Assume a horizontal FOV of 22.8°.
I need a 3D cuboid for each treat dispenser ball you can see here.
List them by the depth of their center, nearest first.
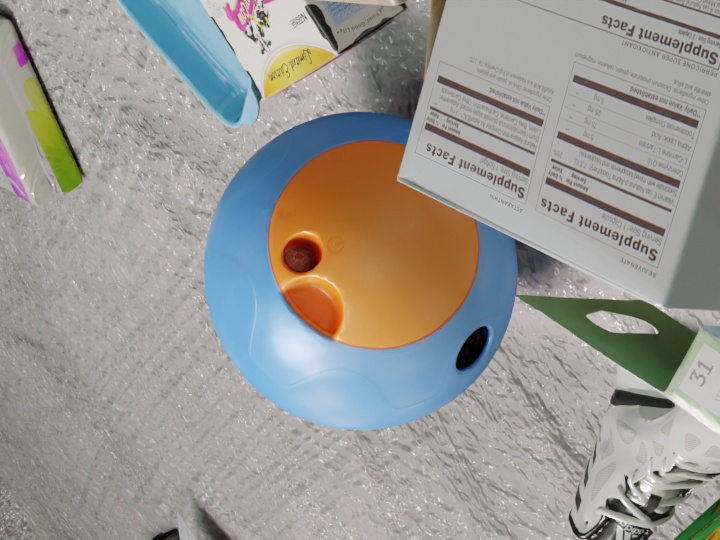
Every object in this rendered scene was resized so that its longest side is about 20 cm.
[{"bbox_3d":[0.000,0.000,1.136,0.201,0.201,0.201,42,155,25],"label":"treat dispenser ball"}]

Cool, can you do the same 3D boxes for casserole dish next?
[{"bbox_3d":[-0.127,-0.195,1.320,0.200,0.039,0.121,48,156,11],"label":"casserole dish"}]

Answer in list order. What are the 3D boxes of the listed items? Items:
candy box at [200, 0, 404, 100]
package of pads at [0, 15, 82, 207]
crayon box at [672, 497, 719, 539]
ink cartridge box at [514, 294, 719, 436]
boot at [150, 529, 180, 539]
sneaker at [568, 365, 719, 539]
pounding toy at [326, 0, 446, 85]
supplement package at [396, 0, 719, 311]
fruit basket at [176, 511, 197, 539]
[{"bbox_3d":[-0.072,-0.220,1.149,0.200,0.061,0.136,56,157,-7],"label":"candy box"},{"bbox_3d":[-0.372,-0.172,1.785,0.154,0.068,0.201,27,145,47],"label":"package of pads"},{"bbox_3d":[0.216,0.201,1.003,0.119,0.200,0.058,53,158,1],"label":"crayon box"},{"bbox_3d":[0.196,0.048,0.910,0.200,0.145,0.048,39,111,33],"label":"ink cartridge box"},{"bbox_3d":[-0.235,0.437,2.375,0.174,0.069,0.200,55,155,-1],"label":"boot"},{"bbox_3d":[0.183,0.120,1.017,0.075,0.116,0.200,22,178,-12],"label":"sneaker"},{"bbox_3d":[0.021,-0.185,0.858,0.200,0.184,0.143,17,138,55],"label":"pounding toy"},{"bbox_3d":[0.137,-0.101,0.681,0.150,0.151,0.201,29,109,45],"label":"supplement package"},{"bbox_3d":[-0.158,0.404,2.178,0.200,0.093,0.186,53,159,29],"label":"fruit basket"}]
